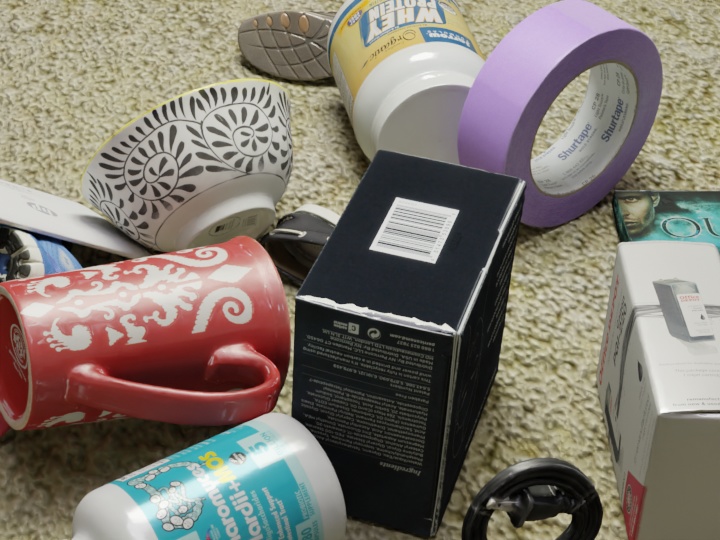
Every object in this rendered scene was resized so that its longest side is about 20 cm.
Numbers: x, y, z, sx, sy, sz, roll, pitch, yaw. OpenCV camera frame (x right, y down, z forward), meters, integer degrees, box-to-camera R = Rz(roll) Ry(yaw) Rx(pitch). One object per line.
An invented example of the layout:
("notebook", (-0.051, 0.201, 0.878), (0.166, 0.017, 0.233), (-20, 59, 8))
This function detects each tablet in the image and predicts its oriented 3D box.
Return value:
("tablet", (-0.282, -0.054, 1.333), (0.200, 0.014, 0.130), (16, 11, -46))

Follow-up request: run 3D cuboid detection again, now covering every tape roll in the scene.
("tape roll", (0.183, -0.141, 1.433), (0.200, 0.201, 0.066), (-23, 44, -31))

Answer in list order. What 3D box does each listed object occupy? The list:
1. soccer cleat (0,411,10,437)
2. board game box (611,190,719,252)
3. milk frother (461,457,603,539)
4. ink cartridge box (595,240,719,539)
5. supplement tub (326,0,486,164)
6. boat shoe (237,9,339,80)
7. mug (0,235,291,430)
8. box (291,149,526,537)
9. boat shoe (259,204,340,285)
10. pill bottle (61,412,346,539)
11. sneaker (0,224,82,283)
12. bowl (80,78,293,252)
("soccer cleat", (-0.286, 0.087, 1.222), (0.200, 0.067, 0.076), (-38, 19, -33))
("board game box", (0.339, -0.025, 1.436), (0.199, 0.028, 0.135), (0, 38, -5))
("milk frother", (0.109, 0.245, 0.928), (0.180, 0.201, 0.188), (-20, 44, -34))
("ink cartridge box", (0.236, 0.093, 1.178), (0.084, 0.146, 0.200), (2, 37, -1))
("supplement tub", (0.053, -0.178, 1.515), (0.144, 0.145, 0.200), (-5, 38, -12))
("boat shoe", (-0.029, -0.238, 1.662), (0.199, 0.075, 0.073), (5, 12, 9))
("mug", (-0.160, 0.049, 1.163), (0.199, 0.134, 0.177), (-7, 1, -29))
("box", (0.035, 0.051, 1.173), (0.123, 0.197, 0.200), (12, 38, 13))
("boat shoe", (0.000, 0.000, 1.338), (0.200, 0.074, 0.060), (26, 43, 31))
("pill bottle", (-0.117, 0.180, 1.063), (0.200, 0.111, 0.111), (-23, 45, -29))
("sneaker", (-0.300, -0.011, 1.337), (0.089, 0.079, 0.200), (18, 7, -43))
("bowl", (-0.132, -0.069, 1.359), (0.200, 0.201, 0.094), (-18, 71, -26))
